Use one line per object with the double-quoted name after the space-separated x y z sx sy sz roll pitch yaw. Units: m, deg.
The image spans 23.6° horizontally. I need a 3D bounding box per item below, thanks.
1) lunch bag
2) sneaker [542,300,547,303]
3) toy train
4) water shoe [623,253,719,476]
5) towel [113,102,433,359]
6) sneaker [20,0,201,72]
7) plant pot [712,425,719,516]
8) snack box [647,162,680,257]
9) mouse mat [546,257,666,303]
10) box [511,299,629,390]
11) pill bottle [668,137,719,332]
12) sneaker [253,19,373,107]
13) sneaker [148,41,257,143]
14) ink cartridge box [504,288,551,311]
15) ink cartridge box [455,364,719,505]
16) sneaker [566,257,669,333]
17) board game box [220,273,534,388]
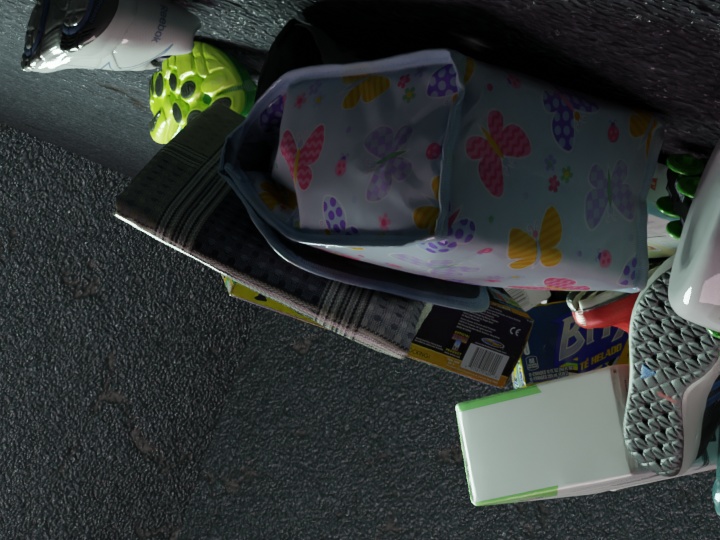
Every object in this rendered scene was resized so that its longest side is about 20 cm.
0.041 -0.046 0.965 0.169 0.128 0.200 12 175 -40 "lunch bag"
0.161 0.004 1.440 0.071 0.113 0.200 -9 -175 -6 "sneaker"
0.209 -0.007 0.948 0.056 0.042 0.200 5 -149 -6 "toy train"
0.225 0.050 1.168 0.071 0.200 0.079 32 -132 24 "water shoe"
-0.038 -0.026 1.050 0.192 0.035 0.200 25 -155 2 "towel"
-0.178 -0.162 1.191 0.087 0.075 0.200 16 180 -28 "sneaker"
0.361 0.129 1.229 0.199 0.196 0.196 3 177 2 "plant pot"
0.167 -0.040 1.159 0.116 0.037 0.200 17 172 -22 "snack box"
0.226 0.010 1.355 0.160 0.008 0.200 -10 167 2 "mouse mat"
0.217 0.050 1.362 0.199 0.064 0.070 -10 169 -4 "box"
0.258 0.002 0.819 0.200 0.113 0.112 20 177 1 "pill bottle"
-0.004 -0.106 1.073 0.088 0.074 0.200 20 -173 16 "sneaker"
-0.113 -0.140 1.351 0.083 0.074 0.200 -5 -177 -18 "sneaker"
0.092 -0.029 1.387 0.100 0.039 0.200 60 178 -12 "ink cartridge box"
0.192 0.127 1.343 0.145 0.084 0.200 -17 167 34 "ink cartridge box"
0.224 0.036 1.235 0.077 0.085 0.200 -16 169 41 "sneaker"
0.000 0.000 1.172 0.200 0.057 0.165 20 -167 -18 "board game box"
